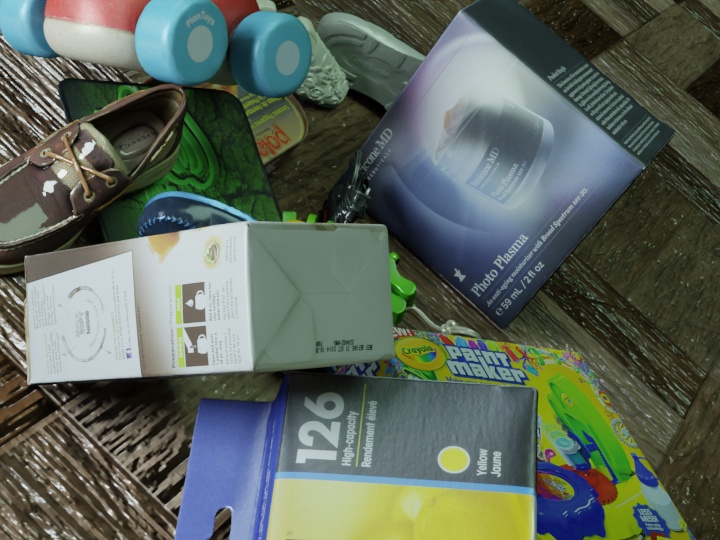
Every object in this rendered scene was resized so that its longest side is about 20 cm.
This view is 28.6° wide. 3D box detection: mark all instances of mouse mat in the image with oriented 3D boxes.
[{"bbox_3d":[-0.126,-0.055,1.026,0.160,0.008,0.201,-1,59,-40],"label":"mouse mat"}]

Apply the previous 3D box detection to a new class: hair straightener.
[{"bbox_3d":[-0.004,-0.035,1.111,0.041,0.077,0.200,28,32,-12],"label":"hair straightener"}]

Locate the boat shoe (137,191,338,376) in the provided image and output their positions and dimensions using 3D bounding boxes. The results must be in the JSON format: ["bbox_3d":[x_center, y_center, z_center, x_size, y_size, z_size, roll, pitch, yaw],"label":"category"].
[{"bbox_3d":[-0.066,0.022,0.955,0.200,0.084,0.069,34,49,-18],"label":"boat shoe"}]

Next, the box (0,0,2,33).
[{"bbox_3d":[-0.291,-0.295,1.100,0.199,0.131,0.199,-3,50,-48],"label":"box"}]

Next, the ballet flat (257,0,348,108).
[{"bbox_3d":[-0.082,-0.208,1.274,0.199,0.072,0.072,20,35,-30],"label":"ballet flat"}]

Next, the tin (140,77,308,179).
[{"bbox_3d":[-0.115,-0.116,1.142,0.112,0.042,0.200,38,30,7],"label":"tin"}]

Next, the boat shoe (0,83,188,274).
[{"bbox_3d":[-0.186,-0.069,0.934,0.072,0.072,0.200,48,48,7],"label":"boat shoe"}]

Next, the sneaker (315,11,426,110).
[{"bbox_3d":[0.045,-0.189,1.384,0.200,0.076,0.081,35,21,-9],"label":"sneaker"}]

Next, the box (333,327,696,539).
[{"bbox_3d":[0.085,0.154,0.912,0.199,0.122,0.193,9,40,-40],"label":"box"}]

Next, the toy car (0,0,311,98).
[{"bbox_3d":[-0.137,-0.240,1.020,0.184,0.201,0.176,16,10,38],"label":"toy car"}]

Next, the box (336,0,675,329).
[{"bbox_3d":[0.121,-0.096,1.208,0.198,0.200,0.123,41,31,7],"label":"box"}]

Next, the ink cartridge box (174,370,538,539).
[{"bbox_3d":[-0.005,0.145,0.758,0.199,0.047,0.198,4,52,3],"label":"ink cartridge box"}]

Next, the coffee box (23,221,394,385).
[{"bbox_3d":[-0.092,0.021,0.817,0.114,0.199,0.080,1,84,-48],"label":"coffee box"}]

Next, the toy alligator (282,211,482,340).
[{"bbox_3d":[0.000,0.000,0.999,0.199,0.059,0.054,21,58,8],"label":"toy alligator"}]
